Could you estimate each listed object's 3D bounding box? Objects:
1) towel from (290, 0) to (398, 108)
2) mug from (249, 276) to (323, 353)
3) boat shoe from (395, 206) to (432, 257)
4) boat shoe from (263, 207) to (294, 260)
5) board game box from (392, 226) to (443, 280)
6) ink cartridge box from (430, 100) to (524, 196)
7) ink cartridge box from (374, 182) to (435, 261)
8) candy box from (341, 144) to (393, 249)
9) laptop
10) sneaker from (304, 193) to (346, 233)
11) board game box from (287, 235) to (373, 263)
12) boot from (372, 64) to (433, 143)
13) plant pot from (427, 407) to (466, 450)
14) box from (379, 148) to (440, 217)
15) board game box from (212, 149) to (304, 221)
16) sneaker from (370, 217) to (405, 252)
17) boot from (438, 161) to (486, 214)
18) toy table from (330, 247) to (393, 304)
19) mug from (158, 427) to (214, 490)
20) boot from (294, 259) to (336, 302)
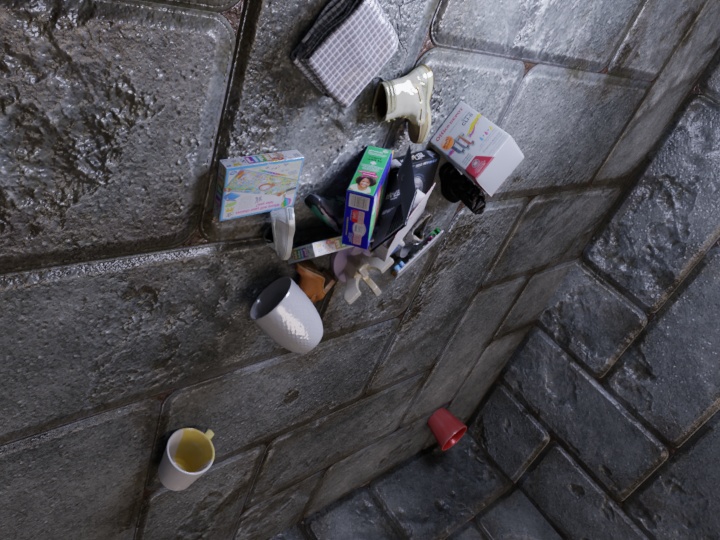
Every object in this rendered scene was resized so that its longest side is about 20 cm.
[{"bbox_3d":[-0.025,-0.447,1.141,0.200,0.086,0.165,-47,149,5],"label":"towel"},{"bbox_3d":[-0.201,0.132,1.537,0.176,0.198,0.149,50,61,-26],"label":"mug"},{"bbox_3d":[0.168,-0.113,1.796,0.070,0.069,0.203,-14,138,-41],"label":"boat shoe"},{"bbox_3d":[-0.200,-0.089,1.377,0.070,0.072,0.202,-1,153,-13],"label":"boat shoe"},{"bbox_3d":[0.181,-0.054,1.851,0.200,0.026,0.200,-43,175,-3],"label":"board game box"},{"bbox_3d":[0.323,-0.340,1.584,0.146,0.200,0.144,-50,147,11],"label":"ink cartridge box"},{"bbox_3d":[0.118,-0.139,1.541,0.201,0.044,0.177,-52,172,-20],"label":"ink cartridge box"},{"bbox_3d":[0.017,-0.185,1.422,0.171,0.075,0.202,98,8,-46],"label":"candy box"},{"bbox_3d":[0.078,-0.186,1.465,0.199,0.116,0.188,-36,-163,32],"label":"laptop"},{"bbox_3d":[-0.078,-0.169,1.444,0.088,0.074,0.200,-53,161,-4],"label":"sneaker"},{"bbox_3d":[-0.080,-0.064,1.496,0.197,0.035,0.133,-17,-177,-38],"label":"board game box"},{"bbox_3d":[0.101,-0.384,1.386,0.153,0.072,0.203,-29,141,-26],"label":"boot"},{"bbox_3d":[0.500,0.926,3.353,0.198,0.178,0.202,-30,148,-22],"label":"plant pot"},{"bbox_3d":[0.126,-0.249,1.606,0.197,0.044,0.162,-21,142,-34],"label":"box"},{"bbox_3d":[-0.225,-0.190,1.260,0.197,0.034,0.136,-17,140,-39],"label":"board game box"},{"bbox_3d":[0.069,-0.092,1.695,0.089,0.078,0.200,-46,150,-1],"label":"sneaker"},{"bbox_3d":[0.321,-0.232,1.745,0.073,0.163,0.199,-40,150,-2],"label":"boot"},{"bbox_3d":[0.000,0.000,1.685,0.184,0.117,0.199,-48,149,7],"label":"toy table"},{"bbox_3d":[-0.528,0.588,1.737,0.184,0.151,0.154,4,134,-44],"label":"mug"},{"bbox_3d":[-0.163,0.055,1.598,0.155,0.074,0.199,-45,148,7],"label":"boot"}]
